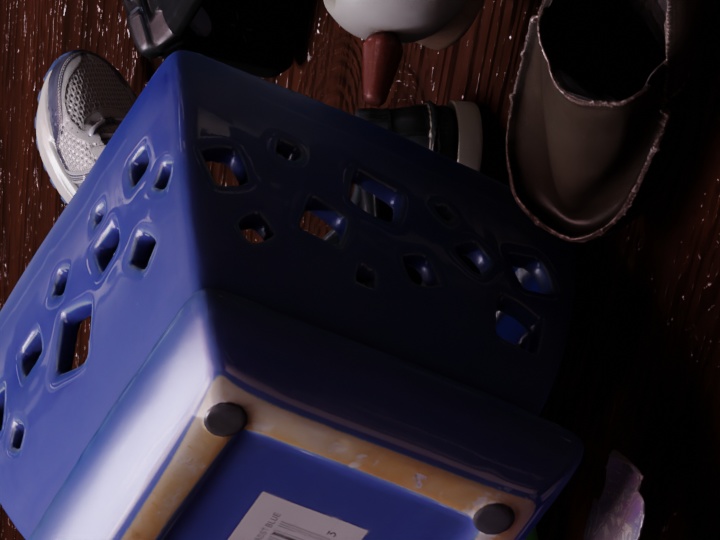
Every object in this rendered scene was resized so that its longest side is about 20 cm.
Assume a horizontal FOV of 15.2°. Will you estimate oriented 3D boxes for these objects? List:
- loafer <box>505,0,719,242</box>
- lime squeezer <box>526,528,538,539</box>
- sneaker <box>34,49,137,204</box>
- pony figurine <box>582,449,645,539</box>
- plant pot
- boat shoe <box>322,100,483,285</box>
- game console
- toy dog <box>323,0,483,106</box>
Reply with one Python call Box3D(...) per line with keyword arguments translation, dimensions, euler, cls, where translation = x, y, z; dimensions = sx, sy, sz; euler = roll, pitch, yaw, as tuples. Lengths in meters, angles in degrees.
Box3D(translation=(0.087, -0.081, 0.994), dimensions=(0.073, 0.071, 0.200), euler=(34, 140, 19), cls="loafer")
Box3D(translation=(0.057, 0.085, 1.235), dimensions=(0.071, 0.038, 0.200), euler=(121, 132, -60), cls="lime squeezer")
Box3D(translation=(-0.126, -0.045, 1.597), dimensions=(0.085, 0.077, 0.200), euler=(-33, 78, 57), cls="sneaker")
Box3D(translation=(0.094, 0.185, 1.016), dimensions=(0.167, 0.200, 0.193), euler=(32, 121, 49), cls="pony figurine")
Box3D(translation=(-0.033, 0.062, 1.095), dimensions=(0.200, 0.200, 0.180), euler=(-55, 25, 29), cls="plant pot")
Box3D(translation=(0.000, 0.001, 1.251), dimensions=(0.199, 0.066, 0.075), euler=(111, 161, -44), cls="boat shoe")
Box3D(translation=(-0.078, -0.214, 1.338), dimensions=(0.116, 0.176, 0.200), euler=(-27, 72, 30), cls="game console")
Box3D(translation=(0.037, -0.135, 1.038), dimensions=(0.200, 0.132, 0.096), euler=(115, 157, -57), cls="toy dog")
